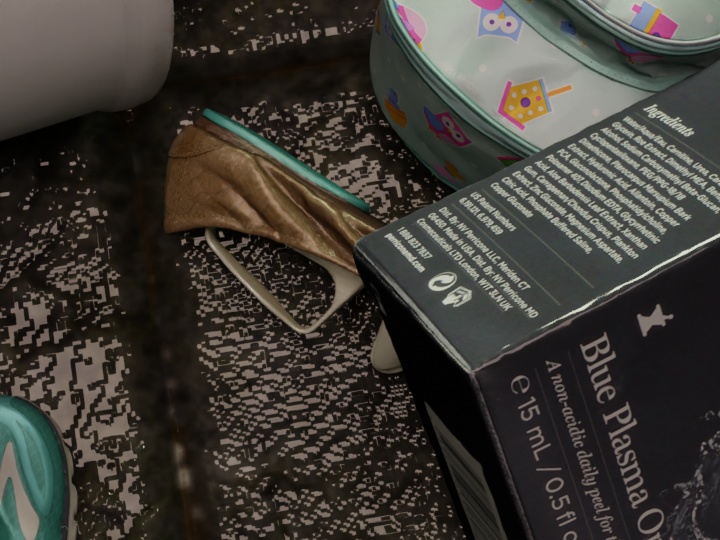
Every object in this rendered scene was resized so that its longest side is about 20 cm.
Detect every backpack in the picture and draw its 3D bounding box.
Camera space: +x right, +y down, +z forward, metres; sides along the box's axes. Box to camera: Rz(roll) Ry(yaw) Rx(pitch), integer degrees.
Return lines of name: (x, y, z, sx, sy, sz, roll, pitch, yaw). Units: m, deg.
backpack: (0.103, -0.122, 0.781, 0.176, 0.153, 0.200, 38, 78, 4)

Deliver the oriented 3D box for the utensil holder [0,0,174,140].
utensil holder: (-0.201, -0.122, 0.733, 0.199, 0.170, 0.170, -20, 75, -25)

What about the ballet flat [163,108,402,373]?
ballet flat: (0.000, 0.000, 0.789, 0.199, 0.068, 0.073, 25, 94, 5)

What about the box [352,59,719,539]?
box: (0.131, 0.047, 0.698, 0.199, 0.117, 0.197, -27, 120, -10)

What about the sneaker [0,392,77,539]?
sneaker: (-0.172, 0.142, 0.727, 0.077, 0.080, 0.201, 19, 73, 4)
